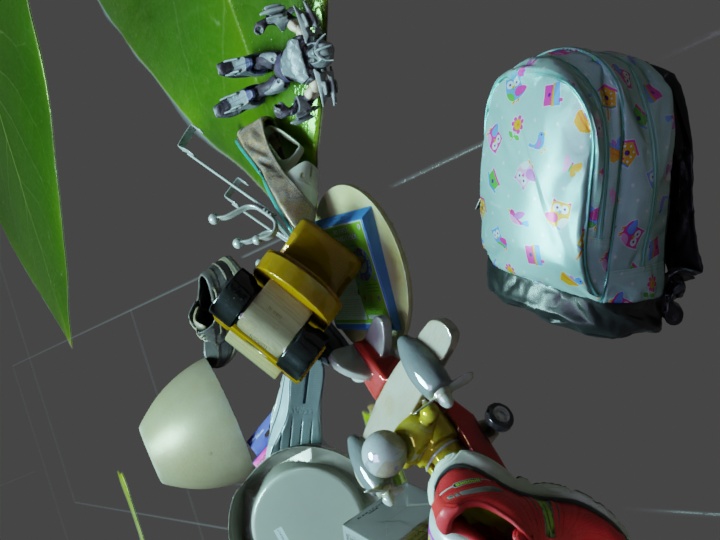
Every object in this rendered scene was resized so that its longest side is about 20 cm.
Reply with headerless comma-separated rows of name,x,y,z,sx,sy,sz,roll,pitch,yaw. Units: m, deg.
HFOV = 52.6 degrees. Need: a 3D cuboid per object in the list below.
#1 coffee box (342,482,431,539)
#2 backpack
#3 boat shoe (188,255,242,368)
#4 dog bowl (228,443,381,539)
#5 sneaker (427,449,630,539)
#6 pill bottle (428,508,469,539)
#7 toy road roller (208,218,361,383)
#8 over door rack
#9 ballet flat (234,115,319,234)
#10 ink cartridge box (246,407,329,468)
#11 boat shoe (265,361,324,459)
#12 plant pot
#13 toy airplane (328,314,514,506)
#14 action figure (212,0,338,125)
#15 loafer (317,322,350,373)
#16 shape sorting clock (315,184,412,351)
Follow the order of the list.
coffee box,0.052,0.376,0.863,0.079,0.114,0.203,10,112,46
backpack,0.165,-0.063,0.550,0.166,0.125,0.203,21,117,48
boat shoe,-0.229,0.069,1.118,0.074,0.073,0.202,37,130,36
dog bowl,-0.065,0.314,0.922,0.059,0.197,0.203,-43,-63,-86
sneaker,0.149,0.238,0.652,0.198,0.085,0.078,21,120,-4
pill bottle,0.120,0.338,0.773,0.104,0.103,0.203,22,120,44
toy road roller,-0.076,0.034,0.810,0.122,0.147,0.200,38,164,-1
over door rack,-0.148,-0.070,0.916,0.200,0.066,0.148,47,177,28
ballet flat,-0.089,-0.118,0.873,0.067,0.068,0.201,-36,60,5
ink cartridge box,-0.084,0.273,1.015,0.095,0.037,0.200,-49,56,5
boat shoe,-0.084,0.202,0.985,0.067,0.073,0.203,-149,72,-75
plant pot,-0.264,0.258,1.135,0.201,0.133,0.202,54,159,32
toy airplane,0.041,0.146,0.736,0.197,0.141,0.202,-6,111,40
action figure,-0.096,-0.232,0.849,0.199,0.069,0.132,-4,96,48
loafer,-0.083,0.075,0.940,0.200,0.063,0.072,40,156,38
shape sorting clock,0.000,0.000,0.841,0.200,0.039,0.202,38,139,43
